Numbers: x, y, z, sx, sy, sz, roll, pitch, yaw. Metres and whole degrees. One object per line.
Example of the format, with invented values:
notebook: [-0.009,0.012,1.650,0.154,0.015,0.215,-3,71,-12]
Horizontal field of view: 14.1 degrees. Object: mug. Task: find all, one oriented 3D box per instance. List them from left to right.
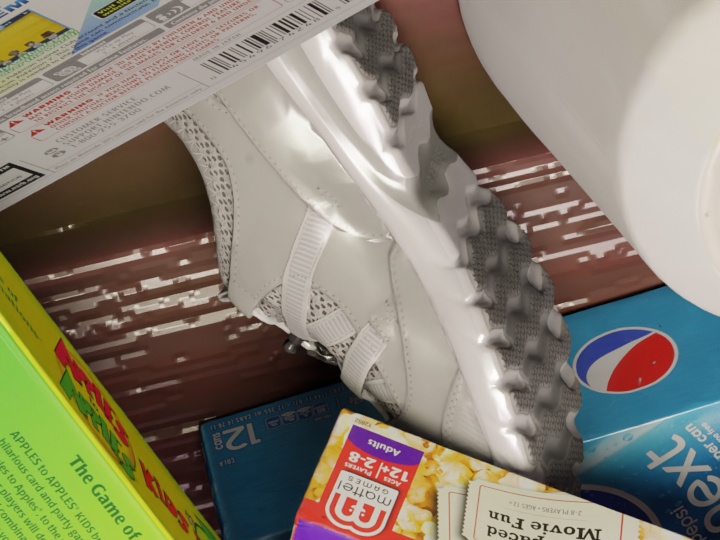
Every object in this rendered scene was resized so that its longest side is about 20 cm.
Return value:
mug: [0.118,-0.077,0.804,0.149,0.153,0.187,7,119,-15]

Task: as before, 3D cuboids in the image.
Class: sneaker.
sneaker: [0.000,0.000,0.860,0.082,0.075,0.201,-26,93,22]

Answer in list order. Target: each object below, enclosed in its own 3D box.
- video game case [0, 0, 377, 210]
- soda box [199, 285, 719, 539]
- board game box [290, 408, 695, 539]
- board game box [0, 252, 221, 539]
video game case: [-0.090,-0.061,0.735,0.199,0.022,0.182,-28,165,15]
soda box: [0.055,0.063,0.928,0.199,0.068,0.064,-17,124,-1]
board game box: [0.068,0.136,0.847,0.199,0.046,0.152,19,136,5]
board game box: [-0.104,0.070,0.760,0.101,0.048,0.200,-32,118,4]
